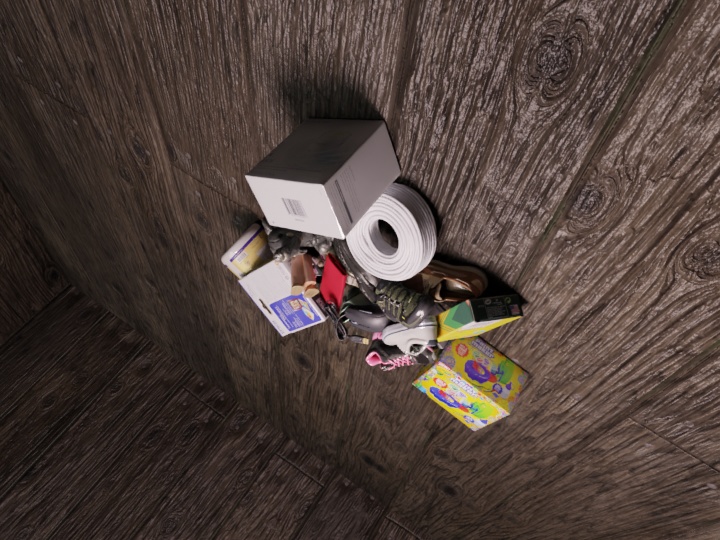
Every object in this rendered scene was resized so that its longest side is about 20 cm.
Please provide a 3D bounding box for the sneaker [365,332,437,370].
[{"bbox_3d":[0.092,0.207,1.376,0.199,0.096,0.079,2,133,44],"label":"sneaker"}]

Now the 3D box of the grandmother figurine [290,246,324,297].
[{"bbox_3d":[-0.140,-0.034,1.389,0.121,0.202,0.060,19,139,-41],"label":"grandmother figurine"}]

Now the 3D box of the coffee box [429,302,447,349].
[{"bbox_3d":[0.125,0.137,1.419,0.114,0.080,0.200,47,149,-14],"label":"coffee box"}]

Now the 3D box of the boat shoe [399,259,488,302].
[{"bbox_3d":[0.161,0.026,1.196,0.198,0.072,0.076,2,124,28],"label":"boat shoe"}]

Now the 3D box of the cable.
[{"bbox_3d":[0.058,-0.078,1.166,0.199,0.069,0.202,23,128,31],"label":"cable"}]

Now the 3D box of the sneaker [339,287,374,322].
[{"bbox_3d":[-0.027,0.096,1.480,0.074,0.118,0.200,56,147,4],"label":"sneaker"}]

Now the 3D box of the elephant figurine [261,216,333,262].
[{"bbox_3d":[-0.158,-0.081,1.295,0.142,0.199,0.155,55,146,11],"label":"elephant figurine"}]

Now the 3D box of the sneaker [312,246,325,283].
[{"bbox_3d":[-0.112,-0.018,1.462,0.199,0.086,0.080,36,149,6],"label":"sneaker"}]

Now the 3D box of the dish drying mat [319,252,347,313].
[{"bbox_3d":[-0.067,0.043,1.394,0.077,0.018,0.201,47,150,22],"label":"dish drying mat"}]

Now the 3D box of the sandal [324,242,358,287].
[{"bbox_3d":[0.000,0.000,1.394,0.199,0.054,0.081,30,107,-5],"label":"sandal"}]

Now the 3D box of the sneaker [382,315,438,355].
[{"bbox_3d":[0.104,0.152,1.267,0.072,0.072,0.200,2,163,-22],"label":"sneaker"}]

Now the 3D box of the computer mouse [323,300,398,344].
[{"bbox_3d":[0.011,0.138,1.371,0.198,0.046,0.141,2,134,22],"label":"computer mouse"}]

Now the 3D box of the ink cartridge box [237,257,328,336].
[{"bbox_3d":[-0.196,0.064,1.481,0.199,0.047,0.198,-22,109,47],"label":"ink cartridge box"}]

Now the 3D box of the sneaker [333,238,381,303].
[{"bbox_3d":[0.008,-0.020,1.318,0.200,0.090,0.076,54,180,-33],"label":"sneaker"}]

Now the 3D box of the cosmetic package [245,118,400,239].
[{"bbox_3d":[-0.067,-0.181,1.074,0.198,0.200,0.124,13,139,37],"label":"cosmetic package"}]

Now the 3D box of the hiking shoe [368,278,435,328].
[{"bbox_3d":[0.076,0.063,1.201,0.101,0.076,0.200,41,163,-16],"label":"hiking shoe"}]

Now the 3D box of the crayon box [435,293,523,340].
[{"bbox_3d":[0.231,0.105,1.215,0.200,0.126,0.051,-40,58,59],"label":"crayon box"}]

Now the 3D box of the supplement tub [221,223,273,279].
[{"bbox_3d":[-0.265,-0.014,1.578,0.200,0.146,0.145,45,150,-11],"label":"supplement tub"}]

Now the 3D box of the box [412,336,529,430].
[{"bbox_3d":[0.263,0.264,1.402,0.199,0.122,0.193,36,149,4],"label":"box"}]
